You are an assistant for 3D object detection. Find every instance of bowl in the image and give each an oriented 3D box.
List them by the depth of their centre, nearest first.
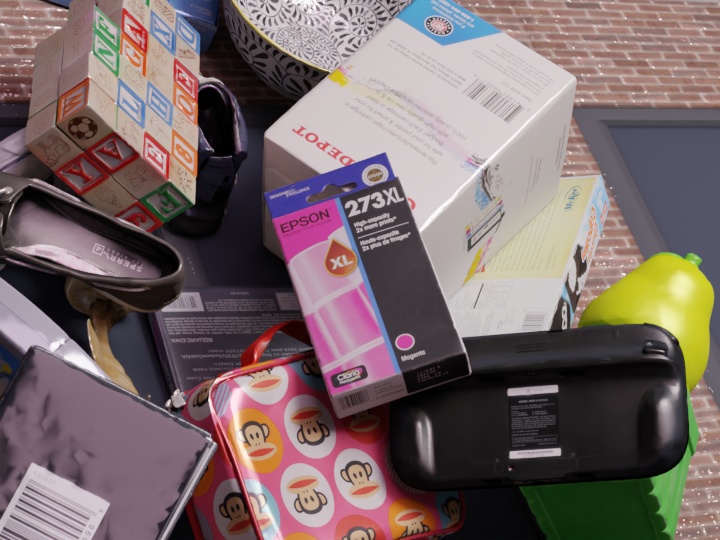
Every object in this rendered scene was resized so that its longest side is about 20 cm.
[{"bbox_3d":[-0.037,-0.201,1.761,0.200,0.094,0.201,15,46,-16],"label":"bowl"}]

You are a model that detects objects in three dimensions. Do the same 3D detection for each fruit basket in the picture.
[{"bbox_3d":[0.178,0.081,1.525,0.155,0.216,0.216,-5,45,12],"label":"fruit basket"}]

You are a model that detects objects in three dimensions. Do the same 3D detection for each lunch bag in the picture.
[{"bbox_3d":[-0.032,0.120,1.437,0.200,0.082,0.176,-9,75,-43],"label":"lunch bag"}]

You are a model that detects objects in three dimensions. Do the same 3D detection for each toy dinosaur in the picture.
[{"bbox_3d":[-0.169,0.085,1.426,0.058,0.101,0.200,-14,24,-6],"label":"toy dinosaur"}]

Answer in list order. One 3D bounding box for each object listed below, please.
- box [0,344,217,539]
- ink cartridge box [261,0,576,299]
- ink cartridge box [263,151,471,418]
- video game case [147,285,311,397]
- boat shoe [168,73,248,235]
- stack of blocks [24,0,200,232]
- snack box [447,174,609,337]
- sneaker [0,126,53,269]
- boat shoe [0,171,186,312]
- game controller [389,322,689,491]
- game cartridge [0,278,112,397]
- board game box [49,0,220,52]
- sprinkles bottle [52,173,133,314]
[{"bbox_3d":[-0.189,0.174,1.232,0.124,0.197,0.200,27,71,-1],"label":"box"},{"bbox_3d":[0.041,-0.079,1.612,0.147,0.145,0.200,35,60,21],"label":"ink cartridge box"},{"bbox_3d":[0.000,0.000,1.445,0.095,0.037,0.200,-19,53,-2],"label":"ink cartridge box"},{"bbox_3d":[-0.067,0.095,1.538,0.143,0.019,0.200,0,54,-28],"label":"video game case"},{"bbox_3d":[-0.131,-0.132,1.651,0.075,0.093,0.200,0,53,-28],"label":"boat shoe"},{"bbox_3d":[-0.175,-0.132,1.533,0.115,0.059,0.200,44,28,-34],"label":"stack of blocks"},{"bbox_3d":[0.117,0.001,1.662,0.116,0.037,0.200,-2,39,24],"label":"snack box"},{"bbox_3d":[-0.264,-0.036,1.506,0.200,0.073,0.071,-40,90,-23],"label":"sneaker"},{"bbox_3d":[-0.211,-0.029,1.449,0.200,0.057,0.067,21,69,-10],"label":"boat shoe"},{"bbox_3d":[0.116,0.091,1.411,0.200,0.042,0.105,-5,77,13],"label":"game controller"},{"bbox_3d":[-0.252,0.051,1.389,0.200,0.133,0.040,35,48,11],"label":"game cartridge"},{"bbox_3d":[-0.185,-0.284,1.797,0.151,0.037,0.200,17,45,-13],"label":"board game box"},{"bbox_3d":[-0.194,-0.062,1.575,0.068,0.068,0.200,6,50,-23],"label":"sprinkles bottle"}]
